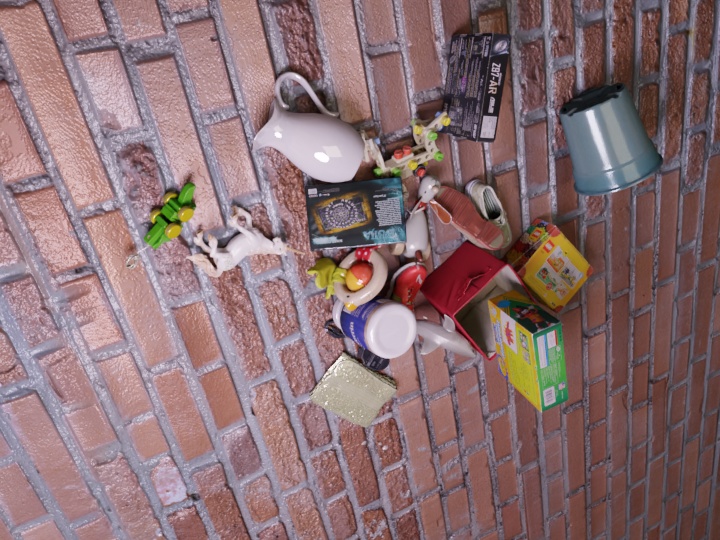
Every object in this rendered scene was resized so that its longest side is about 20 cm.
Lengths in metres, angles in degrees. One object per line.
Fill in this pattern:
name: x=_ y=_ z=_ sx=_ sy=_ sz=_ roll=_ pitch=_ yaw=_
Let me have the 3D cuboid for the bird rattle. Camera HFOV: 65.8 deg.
bird rattle: x=0.000 y=0.000 z=1.184 sx=0.200 sy=0.163 sz=0.113 roll=-34 pitch=138 yaw=4

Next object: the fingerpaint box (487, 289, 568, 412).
fingerpaint box: x=0.354 y=0.165 z=1.177 sx=0.073 sy=0.167 sz=0.200 roll=-21 pitch=116 yaw=-11

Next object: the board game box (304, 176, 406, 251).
board game box: x=-0.010 y=-0.113 z=1.135 sx=0.199 sy=0.028 sz=0.136 roll=-5 pitch=90 yaw=4

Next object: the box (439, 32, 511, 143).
box: x=0.226 y=-0.369 z=1.124 sx=0.043 sy=0.160 sz=0.201 roll=-2 pitch=110 yaw=-20

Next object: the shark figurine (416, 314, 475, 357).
shark figurine: x=0.144 y=0.153 z=1.266 sx=0.090 sy=0.214 sz=0.128 roll=-58 pitch=141 yaw=-26

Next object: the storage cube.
storage cube: x=0.273 y=0.065 z=1.303 sx=0.171 sy=0.180 sz=0.200 roll=-43 pitch=119 yaw=-2

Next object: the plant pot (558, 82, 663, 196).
plant pot: x=0.562 y=-0.306 z=1.280 sx=0.200 sy=0.200 sz=0.196 roll=-33 pitch=111 yaw=-8

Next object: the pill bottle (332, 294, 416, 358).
pill bottle: x=0.023 y=0.108 z=1.195 sx=0.115 sy=0.200 sz=0.116 roll=-5 pitch=100 yaw=-27

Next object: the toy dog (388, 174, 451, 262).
toy dog: x=0.132 y=-0.099 z=1.219 sx=0.132 sy=0.096 sz=0.201 roll=-12 pitch=120 yaw=-15

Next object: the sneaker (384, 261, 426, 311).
sneaker: x=0.103 y=0.067 z=1.257 sx=0.077 sy=0.085 sz=0.200 roll=4 pitch=131 yaw=-27

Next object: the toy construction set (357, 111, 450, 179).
toy construction set: x=0.089 y=-0.251 z=1.152 sx=0.199 sy=0.092 sz=0.131 roll=-14 pitch=140 yaw=-9

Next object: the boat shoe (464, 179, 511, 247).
boat shoe: x=0.308 y=-0.125 z=1.309 sx=0.072 sy=0.062 sz=0.200 roll=-40 pitch=120 yaw=-3

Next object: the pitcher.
pitcher: x=-0.089 y=-0.271 z=1.066 sx=0.200 sy=0.121 sz=0.172 roll=20 pitch=88 yaw=-16

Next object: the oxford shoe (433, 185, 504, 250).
oxford shoe: x=0.237 y=-0.113 z=1.282 sx=0.200 sy=0.074 sz=0.071 roll=43 pitch=76 yaw=-9

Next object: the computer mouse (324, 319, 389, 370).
computer mouse: x=-0.009 y=0.175 z=1.317 sx=0.200 sy=0.034 sz=0.059 roll=40 pitch=77 yaw=-23

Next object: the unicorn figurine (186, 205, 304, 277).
unicorn figurine: x=-0.235 y=-0.055 z=1.114 sx=0.200 sy=0.074 sz=0.137 roll=-27 pitch=128 yaw=5

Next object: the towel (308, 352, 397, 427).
towel: x=-0.015 y=0.297 z=1.356 sx=0.200 sy=0.036 sz=0.149 roll=35 pitch=95 yaw=-29

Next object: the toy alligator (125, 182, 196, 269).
toy alligator: x=-0.367 y=-0.080 z=1.055 sx=0.200 sy=0.059 sz=0.054 roll=-52 pitch=160 yaw=3

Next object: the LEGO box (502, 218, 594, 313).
LEGO box: x=0.476 y=-0.010 z=1.415 sx=0.200 sy=0.077 sz=0.149 roll=39 pitch=92 yaw=-29
